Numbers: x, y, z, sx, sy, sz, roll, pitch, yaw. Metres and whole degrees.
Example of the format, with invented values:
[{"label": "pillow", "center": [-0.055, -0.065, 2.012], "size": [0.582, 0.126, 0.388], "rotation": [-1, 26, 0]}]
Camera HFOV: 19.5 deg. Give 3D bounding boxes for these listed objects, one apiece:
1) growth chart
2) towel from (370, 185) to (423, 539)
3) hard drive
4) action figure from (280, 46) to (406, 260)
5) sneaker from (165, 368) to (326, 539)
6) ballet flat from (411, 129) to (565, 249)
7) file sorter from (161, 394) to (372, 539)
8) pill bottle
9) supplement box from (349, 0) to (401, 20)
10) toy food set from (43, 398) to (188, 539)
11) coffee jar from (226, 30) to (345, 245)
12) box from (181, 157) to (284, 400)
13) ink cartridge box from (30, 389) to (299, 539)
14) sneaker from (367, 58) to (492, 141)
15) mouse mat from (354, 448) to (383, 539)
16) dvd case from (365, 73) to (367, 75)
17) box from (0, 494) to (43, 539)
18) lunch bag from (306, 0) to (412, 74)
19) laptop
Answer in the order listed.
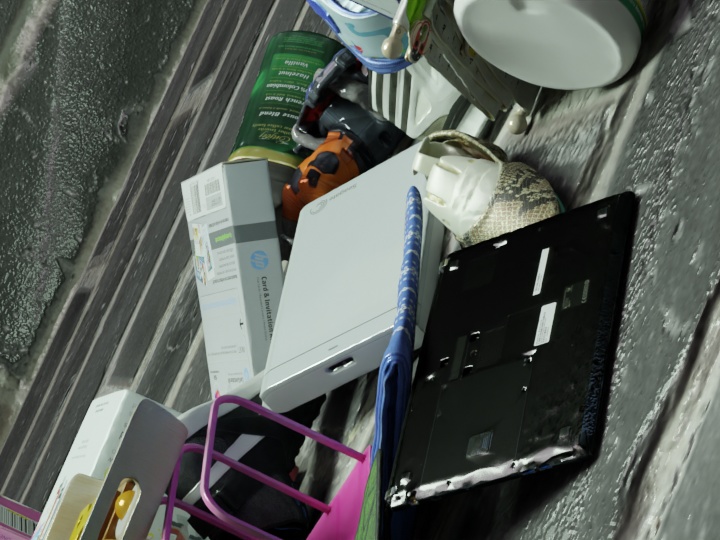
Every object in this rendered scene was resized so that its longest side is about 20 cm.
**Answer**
[{"label": "growth chart", "center": [0.082, -0.170, 1.305], "size": [0.018, 0.200, 0.146], "rotation": [16, 84, 32]}, {"label": "towel", "center": [0.020, 0.059, 1.236], "size": [0.200, 0.024, 0.146], "rotation": [-82, -3, -60]}, {"label": "hard drive", "center": [0.000, 0.000, 1.455], "size": [0.131, 0.027, 0.201], "rotation": [-27, 31, 28]}, {"label": "action figure", "center": [-0.014, -0.089, 1.676], "size": [0.194, 0.104, 0.200], "rotation": [-59, 0, -11]}, {"label": "sneaker", "center": [-0.059, 0.132, 1.451], "size": [0.200, 0.112, 0.073], "rotation": [-28, -11, -47]}, {"label": "ballet flat", "center": [0.066, -0.049, 1.278], "size": [0.068, 0.075, 0.200], "rotation": [-59, 14, 8]}, {"label": "file sorter", "center": [-0.085, 0.199, 1.296], "size": [0.201, 0.125, 0.139], "rotation": [-58, 14, 26]}, {"label": "pill bottle", "center": [0.136, -0.219, 1.246], "size": [0.113, 0.112, 0.201], "rotation": [-36, 31, 64]}, {"label": "supplement box", "center": [0.034, -0.268, 1.287], "size": [0.201, 0.101, 0.103], "rotation": [-59, -31, -7]}, {"label": "toy food set", "center": [-0.177, 0.170, 1.304], "size": [0.200, 0.060, 0.144], "rotation": [-41, 26, 63]}, {"label": "coffee jar", "center": [-0.067, -0.111, 1.866], "size": [0.105, 0.085, 0.201], "rotation": [91, -168, -52]}, {"label": "box", "center": [-0.094, 0.020, 1.636], "size": [0.156, 0.041, 0.201], "rotation": [166, 97, -74]}, {"label": "ink cartridge box", "center": [-0.160, 0.209, 1.528], "size": [0.201, 0.145, 0.145], "rotation": [-68, 14, -12]}, {"label": "sneaker", "center": [0.068, -0.185, 1.429], "size": [0.201, 0.115, 0.076], "rotation": [-62, 7, 8]}, {"label": "mouse mat", "center": [-0.010, 0.215, 1.109], "size": [0.161, 0.007, 0.201], "rotation": [-87, 8, -59]}, {"label": "dvd case", "center": [0.038, -0.185, 1.778], "size": [0.201, 0.016, 0.149], "rotation": [-61, 14, 16]}, {"label": "box", "center": [-0.272, 0.310, 1.707], "size": [0.201, 0.175, 0.097], "rotation": [-63, 13, 4]}, {"label": "lunch bag", "center": [0.016, -0.235, 1.402], "size": [0.160, 0.083, 0.200], "rotation": [-38, 51, -2]}, {"label": "laptop", "center": [0.079, 0.078, 1.139], "size": [0.199, 0.103, 0.178], "rotation": [-20, 40, 35]}]
